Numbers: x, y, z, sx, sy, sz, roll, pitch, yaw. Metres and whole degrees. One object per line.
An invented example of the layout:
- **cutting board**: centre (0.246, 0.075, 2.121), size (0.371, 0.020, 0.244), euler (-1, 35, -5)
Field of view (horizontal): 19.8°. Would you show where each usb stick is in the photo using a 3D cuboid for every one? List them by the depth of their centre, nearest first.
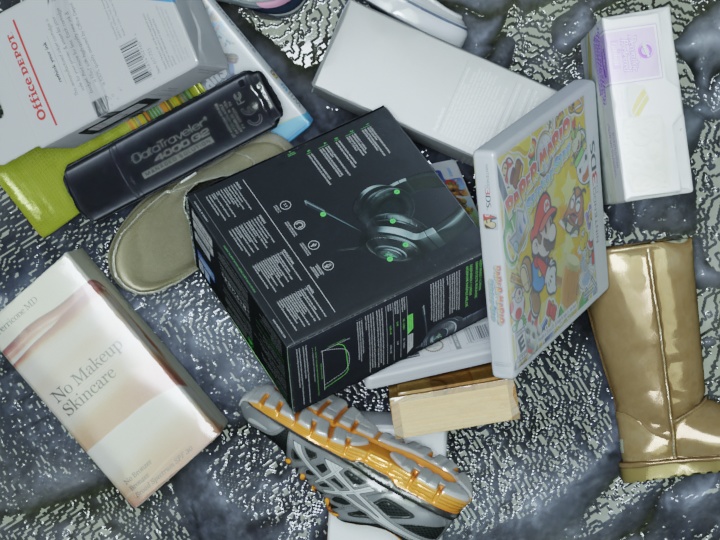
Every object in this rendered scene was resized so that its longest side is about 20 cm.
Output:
- **usb stick**: centre (-0.158, -0.103, 1.713), size (0.199, 0.033, 0.056), euler (-26, 100, 17)

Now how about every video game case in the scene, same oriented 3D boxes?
- **video game case**: centre (0.146, -0.036, 1.629), size (0.023, 0.200, 0.184), euler (5, 112, 29)
- **video game case**: centre (0.043, 0.000, 1.696), size (0.142, 0.018, 0.201), euler (-12, 54, -13)
- **video game case**: centre (-0.155, -0.160, 1.735), size (0.143, 0.018, 0.200), euler (-37, 100, 21)

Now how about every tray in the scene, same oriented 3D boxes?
- **tray**: centre (0.072, 0.096, 1.685), size (0.098, 0.200, 0.037), euler (-10, 96, 1)

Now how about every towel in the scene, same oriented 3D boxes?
- **towel**: centre (-0.219, -0.112, 1.740), size (0.199, 0.018, 0.086), euler (-33, 100, 17)

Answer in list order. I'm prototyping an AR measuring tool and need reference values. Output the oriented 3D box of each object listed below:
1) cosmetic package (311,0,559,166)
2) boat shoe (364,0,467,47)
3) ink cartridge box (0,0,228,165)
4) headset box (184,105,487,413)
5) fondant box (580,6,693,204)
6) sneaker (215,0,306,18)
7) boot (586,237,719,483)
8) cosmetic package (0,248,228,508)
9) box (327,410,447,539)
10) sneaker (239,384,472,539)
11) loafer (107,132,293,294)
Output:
- **cosmetic package**: centre (0.063, -0.148, 1.727), size (0.199, 0.107, 0.091), euler (27, 91, -2)
- **boat shoe**: centre (0.013, -0.260, 1.740), size (0.199, 0.074, 0.066), euler (33, 96, -2)
- **ink cartridge box**: centre (-0.222, -0.176, 1.680), size (0.199, 0.068, 0.117), euler (-25, 85, 19)
- **headset box**: centre (-0.010, -0.015, 1.631), size (0.199, 0.093, 0.175), euler (-26, 56, -17)
- **fondant box**: centre (0.222, -0.130, 1.679), size (0.058, 0.200, 0.146), euler (-8, 91, 0)
- **sneaker**: centre (-0.139, -0.266, 1.736), size (0.198, 0.082, 0.071), euler (11, 90, 0)
- **boot**: centre (0.285, 0.071, 1.752), size (0.173, 0.066, 0.202), euler (-8, 90, 0)
- **cosmetic package**: centre (-0.214, 0.089, 1.744), size (0.103, 0.087, 0.200), euler (-42, 91, 2)
- **box**: centre (0.021, 0.224, 1.727), size (0.096, 0.124, 0.202), euler (3, 91, 1)
- **sneaker**: centre (-0.013, 0.157, 1.631), size (0.199, 0.078, 0.078), euler (30, 113, 9)
- **loafer**: centre (-0.139, -0.044, 1.728), size (0.199, 0.068, 0.076), euler (-37, 99, 20)
